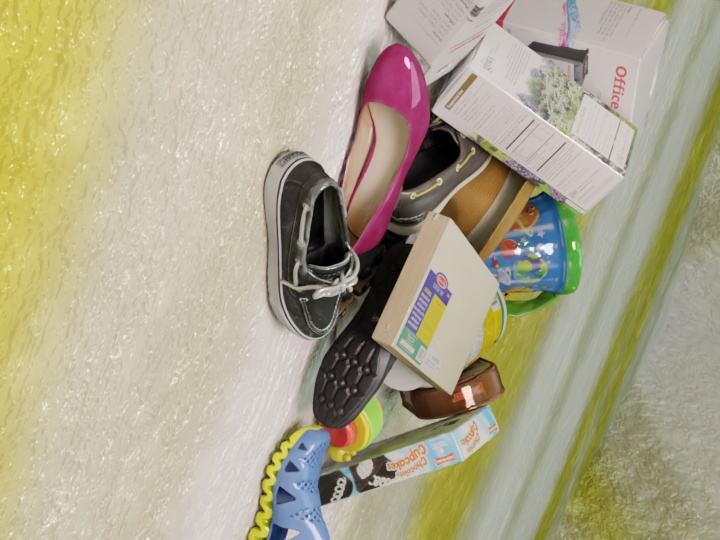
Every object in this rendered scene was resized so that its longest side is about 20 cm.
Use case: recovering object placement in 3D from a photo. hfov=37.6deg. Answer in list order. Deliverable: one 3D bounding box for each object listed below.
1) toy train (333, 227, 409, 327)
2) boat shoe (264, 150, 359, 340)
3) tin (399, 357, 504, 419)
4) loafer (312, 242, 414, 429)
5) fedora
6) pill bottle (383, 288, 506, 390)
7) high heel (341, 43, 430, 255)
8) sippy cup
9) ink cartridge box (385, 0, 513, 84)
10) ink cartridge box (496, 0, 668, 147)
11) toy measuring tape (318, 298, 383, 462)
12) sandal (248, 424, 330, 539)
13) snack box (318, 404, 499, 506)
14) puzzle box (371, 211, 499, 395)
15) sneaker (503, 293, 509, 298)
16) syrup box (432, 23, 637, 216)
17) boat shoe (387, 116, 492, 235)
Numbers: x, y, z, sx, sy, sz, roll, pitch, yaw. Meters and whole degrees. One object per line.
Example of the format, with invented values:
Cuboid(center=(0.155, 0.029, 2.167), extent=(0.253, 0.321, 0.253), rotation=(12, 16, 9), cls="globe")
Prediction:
Cuboid(center=(0.000, 0.000, 1.077), extent=(0.200, 0.034, 0.046), rotation=(-47, 160, -41), cls="toy train")
Cuboid(center=(-0.035, -0.007, 0.920), extent=(0.073, 0.068, 0.202), rotation=(-29, 137, -32), cls="boat shoe")
Cuboid(center=(0.106, 0.139, 1.290), extent=(0.110, 0.043, 0.200), rotation=(-22, -176, -8), cls="tin")
Cuboid(center=(0.017, 0.069, 1.067), extent=(0.203, 0.067, 0.070), rotation=(-62, 157, 2), cls="loafer")
Cuboid(center=(0.131, -0.083, 1.197), extent=(0.202, 0.081, 0.201), rotation=(-57, -176, 6), cls="fedora")
Cuboid(center=(0.088, 0.070, 1.235), extent=(0.199, 0.111, 0.115), rotation=(-25, 133, -60), cls="pill bottle")
Cuboid(center=(0.010, -0.104, 0.967), extent=(0.096, 0.067, 0.202), rotation=(-52, 163, -43), cls="high heel")
Cuboid(center=(0.200, -0.029, 1.349), extent=(0.140, 0.128, 0.182), rotation=(-176, -103, -85), cls="sippy cup")
Cuboid(center=(0.100, -0.261, 0.957), extent=(0.200, 0.067, 0.116), rotation=(-47, 175, 40), cls="ink cartridge box")
Cuboid(center=(0.216, -0.222, 1.145), extent=(0.086, 0.197, 0.149), rotation=(-53, 153, -32), cls="ink cartridge box")
Cuboid(center=(-0.004, 0.127, 1.132), extent=(0.073, 0.073, 0.203), rotation=(-36, 142, -52), cls="toy measuring tape")
Cuboid(center=(-0.065, 0.260, 1.097), extent=(0.079, 0.086, 0.204), rotation=(2, 107, -64), cls="sandal")
Cuboid(center=(0.049, 0.210, 1.198), extent=(0.116, 0.198, 0.038), rotation=(-18, 85, -61), cls="snack box")
Cuboid(center=(0.081, 0.038, 1.061), extent=(0.135, 0.025, 0.200), rotation=(-64, 153, -10), cls="puzzle box")
Cuboid(center=(0.185, 0.010, 1.449), extent=(0.078, 0.076, 0.203), rotation=(1, 111, -68), cls="sneaker")
Cuboid(center=(0.180, -0.155, 1.089), extent=(0.082, 0.198, 0.079), rotation=(-47, -167, 51), cls="syrup box")
Cuboid(center=(0.090, -0.124, 1.113), extent=(0.202, 0.071, 0.061), rotation=(-52, 157, -29), cls="boat shoe")
